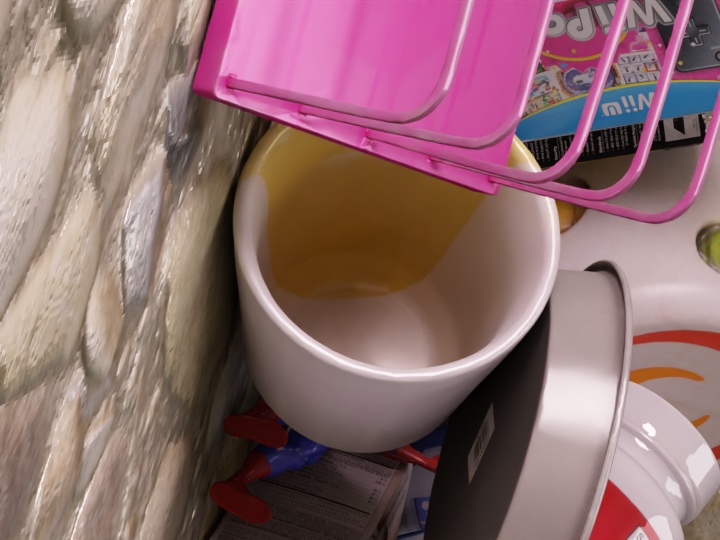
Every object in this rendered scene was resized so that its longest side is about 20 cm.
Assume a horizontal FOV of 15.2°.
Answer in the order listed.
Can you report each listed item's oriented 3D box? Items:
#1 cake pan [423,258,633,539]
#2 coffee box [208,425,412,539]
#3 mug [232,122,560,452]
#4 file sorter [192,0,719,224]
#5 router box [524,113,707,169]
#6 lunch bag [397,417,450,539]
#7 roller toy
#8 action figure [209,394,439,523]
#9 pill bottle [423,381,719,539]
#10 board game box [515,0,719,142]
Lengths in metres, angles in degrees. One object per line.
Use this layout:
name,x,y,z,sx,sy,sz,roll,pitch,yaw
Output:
cake pan,0.074,0.087,1.269,0.200,0.037,0.201,-163,-90,-81
coffee box,-0.039,0.177,1.435,0.200,0.079,0.115,-56,160,-66
mug,0.014,-0.002,1.282,0.153,0.149,0.187,107,8,-63
file sorter,0.056,-0.108,1.106,0.200,0.125,0.140,16,89,-51
router box,0.109,-0.114,1.528,0.200,0.148,0.051,-92,173,-68
lunch bag,0.044,0.116,1.613,0.200,0.159,0.076,-12,88,-66
roller toy,0.161,0.018,1.518,0.183,0.199,0.140,77,9,-53
action figure,0.004,0.084,1.421,0.200,0.098,0.066,-38,145,-66
pill bottle,0.096,0.154,1.409,0.200,0.112,0.112,-45,160,-24
board game box,0.110,-0.167,1.328,0.200,0.147,0.064,61,35,-33
